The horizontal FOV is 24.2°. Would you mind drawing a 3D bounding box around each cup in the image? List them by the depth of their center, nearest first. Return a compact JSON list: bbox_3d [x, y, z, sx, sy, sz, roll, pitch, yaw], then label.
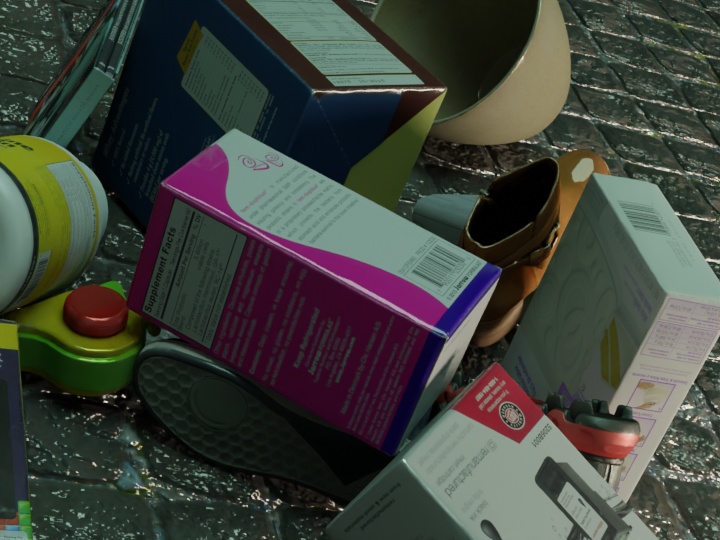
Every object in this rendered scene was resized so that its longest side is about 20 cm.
[{"bbox_3d":[0.120,-0.198,1.595,0.143,0.200,0.200,33,15,-47],"label":"cup"}]

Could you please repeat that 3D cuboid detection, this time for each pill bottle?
[{"bbox_3d":[-0.234,-0.031,1.096,0.112,0.112,0.200,26,11,6],"label":"pill bottle"}]

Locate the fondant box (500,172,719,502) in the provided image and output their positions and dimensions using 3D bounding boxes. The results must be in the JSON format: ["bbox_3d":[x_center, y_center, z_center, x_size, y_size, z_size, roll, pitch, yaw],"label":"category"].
[{"bbox_3d":[0.170,0.056,1.176,0.058,0.201,0.145,8,33,-21],"label":"fondant box"}]

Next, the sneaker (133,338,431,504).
[{"bbox_3d":[-0.045,0.070,1.121,0.201,0.077,0.146,24,35,-7],"label":"sneaker"}]

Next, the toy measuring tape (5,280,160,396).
[{"bbox_3d":[-0.199,0.058,1.059,0.199,0.074,0.074,-23,53,-40],"label":"toy measuring tape"}]

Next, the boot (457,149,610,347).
[{"bbox_3d":[0.131,-0.048,1.264,0.077,0.156,0.200,37,68,20],"label":"boot"}]

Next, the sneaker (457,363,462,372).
[{"bbox_3d":[0.000,0.000,1.228,0.200,0.071,0.113,49,17,-24],"label":"sneaker"}]

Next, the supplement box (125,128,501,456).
[{"bbox_3d":[-0.031,0.010,1.051,0.199,0.104,0.101,30,33,11],"label":"supplement box"}]

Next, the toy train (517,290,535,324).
[{"bbox_3d":[0.219,0.034,1.379,0.199,0.085,0.116,-9,29,-43],"label":"toy train"}]

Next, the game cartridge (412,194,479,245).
[{"bbox_3d":[0.161,-0.035,1.440,0.199,0.042,0.133,-1,11,-36],"label":"game cartridge"}]

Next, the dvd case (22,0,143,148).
[{"bbox_3d":[-0.218,-0.139,1.282,0.022,0.146,0.200,33,26,-16],"label":"dvd case"}]

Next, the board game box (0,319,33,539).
[{"bbox_3d":[-0.285,0.094,0.916,0.199,0.057,0.166,9,43,-24],"label":"board game box"}]

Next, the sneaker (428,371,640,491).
[{"bbox_3d":[0.100,0.123,1.129,0.071,0.099,0.200,10,0,-37],"label":"sneaker"}]

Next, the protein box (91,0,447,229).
[{"bbox_3d":[-0.075,-0.107,1.268,0.134,0.199,0.200,-6,41,-42],"label":"protein box"}]

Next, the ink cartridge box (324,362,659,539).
[{"bbox_3d":[0.098,0.175,0.993,0.200,0.083,0.145,47,34,4],"label":"ink cartridge box"}]
